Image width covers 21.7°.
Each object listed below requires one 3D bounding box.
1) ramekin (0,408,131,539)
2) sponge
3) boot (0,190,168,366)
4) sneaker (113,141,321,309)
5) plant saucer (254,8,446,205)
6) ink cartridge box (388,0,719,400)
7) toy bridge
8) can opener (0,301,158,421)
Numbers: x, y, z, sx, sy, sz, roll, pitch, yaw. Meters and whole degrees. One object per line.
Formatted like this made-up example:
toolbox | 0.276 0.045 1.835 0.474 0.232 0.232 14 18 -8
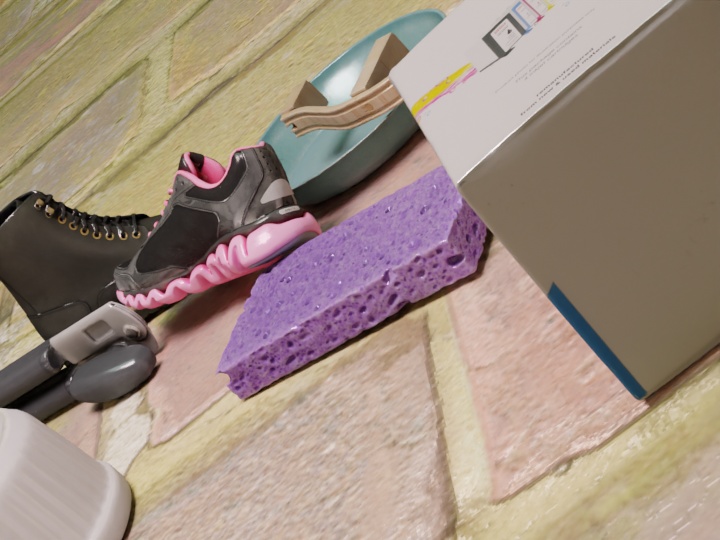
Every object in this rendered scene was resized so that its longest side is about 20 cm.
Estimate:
ramekin | -0.248 0.176 1.193 0.202 0.094 0.203 -36 22 17
sponge | 0.000 0.000 1.178 0.199 0.030 0.112 -30 23 33
boot | -0.190 -0.033 1.428 0.200 0.138 0.077 -42 21 1
sneaker | -0.112 -0.034 1.325 0.199 0.096 0.079 -22 2 44
plant saucer | -0.004 -0.112 1.391 0.200 0.036 0.200 -36 23 18
ink cartridge box | 0.123 -0.067 0.921 0.144 0.147 0.200 -40 21 7
toy bridge | 0.015 -0.135 1.313 0.199 0.027 0.067 -23 32 42
can opener | -0.229 0.082 1.398 0.199 0.053 0.067 -28 26 35
